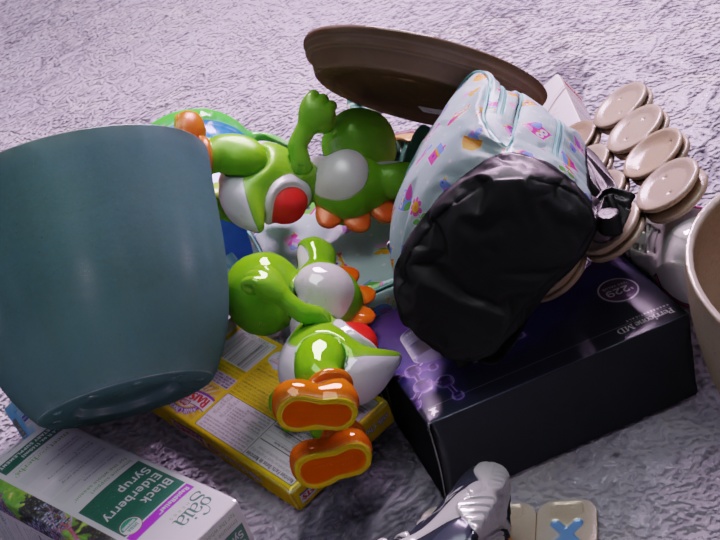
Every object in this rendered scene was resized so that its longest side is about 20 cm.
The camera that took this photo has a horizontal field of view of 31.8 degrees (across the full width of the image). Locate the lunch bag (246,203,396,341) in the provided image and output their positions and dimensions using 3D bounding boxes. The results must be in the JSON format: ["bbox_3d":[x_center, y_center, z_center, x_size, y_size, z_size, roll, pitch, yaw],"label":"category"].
[{"bbox_3d":[0.000,0.000,1.059,0.159,0.077,0.200,-20,32,-9],"label":"lunch bag"}]

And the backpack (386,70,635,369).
[{"bbox_3d":[0.094,-0.050,0.866,0.167,0.126,0.200,-44,13,27],"label":"backpack"}]

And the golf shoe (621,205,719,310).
[{"bbox_3d":[0.223,-0.013,0.921,0.091,0.073,0.200,13,4,10],"label":"golf shoe"}]

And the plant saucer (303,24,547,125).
[{"bbox_3d":[0.049,-0.148,1.002,0.199,0.030,0.200,13,-5,1],"label":"plant saucer"}]

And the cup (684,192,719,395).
[{"bbox_3d":[0.299,0.049,0.782,0.199,0.144,0.201,-5,39,4],"label":"cup"}]

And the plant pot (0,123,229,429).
[{"bbox_3d":[-0.181,0.015,0.874,0.199,0.201,0.162,-17,76,-2],"label":"plant pot"}]

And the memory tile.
[{"bbox_3d":[0.174,-0.062,0.944,0.153,0.017,0.200,-39,23,17],"label":"memory tile"}]

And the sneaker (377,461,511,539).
[{"bbox_3d":[0.005,0.181,0.747,0.129,0.080,0.200,13,51,24],"label":"sneaker"}]

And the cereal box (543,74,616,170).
[{"bbox_3d":[0.145,-0.071,1.082,0.144,0.039,0.200,-42,26,20],"label":"cereal box"}]

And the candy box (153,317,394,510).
[{"bbox_3d":[-0.076,0.104,0.971,0.102,0.027,0.199,-42,40,-22],"label":"candy box"}]

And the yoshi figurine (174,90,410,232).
[{"bbox_3d":[-0.052,-0.089,1.026,0.198,0.113,0.112,2,5,-7],"label":"yoshi figurine"}]

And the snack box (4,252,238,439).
[{"bbox_3d":[-0.188,0.063,1.025,0.200,0.037,0.116,-35,1,-28],"label":"snack box"}]

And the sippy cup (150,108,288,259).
[{"bbox_3d":[-0.144,-0.060,1.175,0.178,0.139,0.131,-49,40,18],"label":"sippy cup"}]

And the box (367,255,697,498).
[{"bbox_3d":[0.119,0.063,0.914,0.199,0.079,0.141,-22,35,-10],"label":"box"}]

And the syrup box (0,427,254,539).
[{"bbox_3d":[-0.164,0.176,0.853,0.199,0.082,0.079,14,43,40],"label":"syrup box"}]

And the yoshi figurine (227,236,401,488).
[{"bbox_3d":[-0.050,0.052,0.891,0.112,0.112,0.201,-46,30,26],"label":"yoshi figurine"}]

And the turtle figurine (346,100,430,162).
[{"bbox_3d":[0.053,-0.125,1.190,0.149,0.101,0.200,-2,10,17],"label":"turtle figurine"}]

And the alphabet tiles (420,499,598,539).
[{"bbox_3d":[0.084,0.209,0.761,0.198,0.015,0.196,-5,34,15],"label":"alphabet tiles"}]
